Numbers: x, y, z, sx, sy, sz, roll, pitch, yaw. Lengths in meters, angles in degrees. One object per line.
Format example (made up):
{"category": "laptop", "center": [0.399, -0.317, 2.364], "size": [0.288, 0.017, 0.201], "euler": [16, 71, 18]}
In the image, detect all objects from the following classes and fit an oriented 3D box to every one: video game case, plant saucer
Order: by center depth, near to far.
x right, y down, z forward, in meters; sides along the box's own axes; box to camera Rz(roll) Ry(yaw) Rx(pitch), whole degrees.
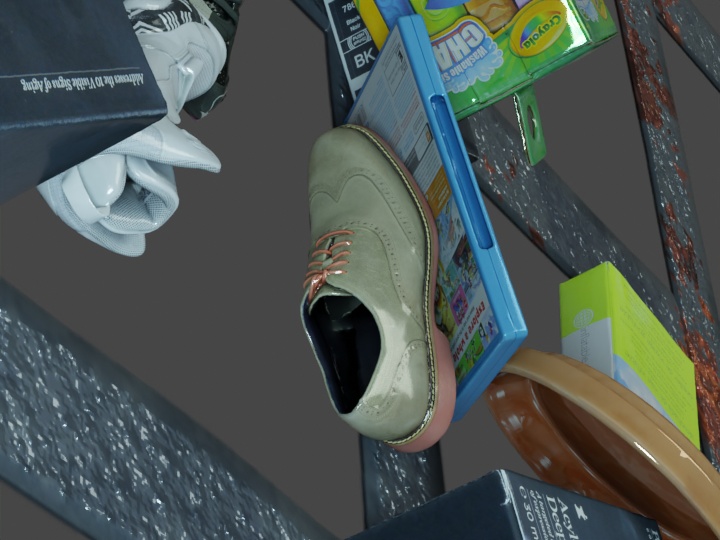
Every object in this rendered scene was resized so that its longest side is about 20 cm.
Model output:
{"category": "video game case", "center": [0.040, -0.027, 1.393], "size": [0.143, 0.018, 0.201], "euler": [121, -45, -63]}
{"category": "plant saucer", "center": [0.156, 0.117, 1.419], "size": [0.200, 0.032, 0.200], "euler": [41, -15, 13]}

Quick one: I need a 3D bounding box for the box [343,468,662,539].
{"category": "box", "center": [0.096, 0.206, 1.279], "size": [0.200, 0.107, 0.149], "euler": [24, 45, -58]}

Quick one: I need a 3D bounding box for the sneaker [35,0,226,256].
{"category": "sneaker", "center": [-0.108, -0.069, 1.141], "size": [0.115, 0.075, 0.200], "euler": [52, 25, 15]}

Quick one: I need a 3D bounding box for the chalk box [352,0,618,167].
{"category": "chalk box", "center": [0.076, -0.162, 1.475], "size": [0.201, 0.124, 0.125], "euler": [62, 15, -3]}

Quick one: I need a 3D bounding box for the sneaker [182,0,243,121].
{"category": "sneaker", "center": [-0.085, -0.177, 1.311], "size": [0.080, 0.086, 0.201], "euler": [38, 35, -42]}

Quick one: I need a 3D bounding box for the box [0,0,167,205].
{"category": "box", "center": [-0.202, -0.122, 0.962], "size": [0.197, 0.124, 0.200], "euler": [65, 23, 5]}

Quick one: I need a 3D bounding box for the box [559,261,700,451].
{"category": "box", "center": [0.187, 0.104, 1.646], "size": [0.122, 0.048, 0.201], "euler": [48, 28, -31]}

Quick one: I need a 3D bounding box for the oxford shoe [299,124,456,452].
{"category": "oxford shoe", "center": [0.000, 0.000, 1.336], "size": [0.075, 0.070, 0.201], "euler": [20, 46, -49]}

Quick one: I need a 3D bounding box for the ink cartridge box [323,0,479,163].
{"category": "ink cartridge box", "center": [0.015, -0.163, 1.569], "size": [0.099, 0.039, 0.201], "euler": [17, 51, -59]}
